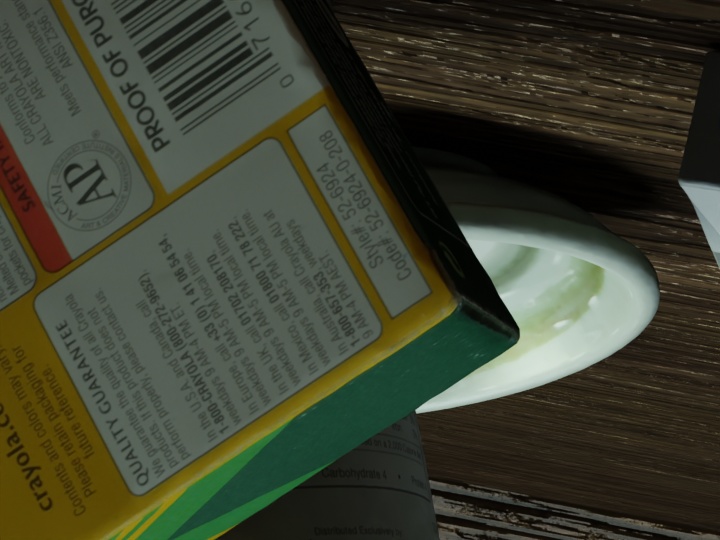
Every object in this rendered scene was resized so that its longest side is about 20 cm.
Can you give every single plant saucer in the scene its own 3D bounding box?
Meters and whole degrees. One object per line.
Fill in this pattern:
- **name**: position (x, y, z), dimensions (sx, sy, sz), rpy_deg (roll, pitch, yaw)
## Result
- **plant saucer**: position (0.000, 0.000, 0.959), dimensions (0.199, 0.051, 0.200), rpy_deg (-4, 161, -1)

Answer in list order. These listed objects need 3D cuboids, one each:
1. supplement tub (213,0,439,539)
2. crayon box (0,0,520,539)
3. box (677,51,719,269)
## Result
- **supplement tub**: position (-0.052, 0.033, 0.687), dimensions (0.131, 0.201, 0.132), rpy_deg (-11, 165, -3)
- **crayon box**: position (-0.083, 0.013, 0.604), dimensions (0.199, 0.126, 0.052), rpy_deg (-33, 161, 10)
- **box**: position (0.179, 0.008, 0.770), dimensions (0.155, 0.041, 0.200), rpy_deg (9, 161, 20)
